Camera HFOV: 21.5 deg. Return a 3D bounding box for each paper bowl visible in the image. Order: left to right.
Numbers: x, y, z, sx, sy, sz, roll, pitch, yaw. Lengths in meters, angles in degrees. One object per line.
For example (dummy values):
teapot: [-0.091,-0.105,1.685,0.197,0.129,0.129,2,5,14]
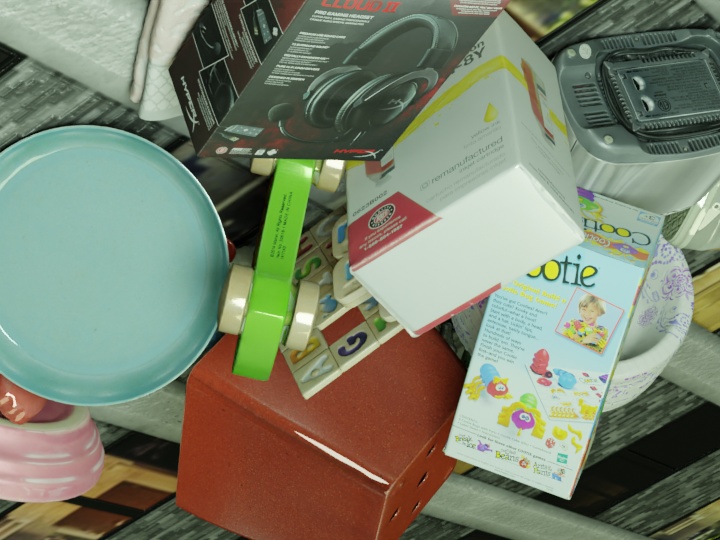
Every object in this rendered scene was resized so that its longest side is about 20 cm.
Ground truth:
paper bowl: [0.169,0.027,1.582,0.200,0.201,0.105,-8,150,-23]

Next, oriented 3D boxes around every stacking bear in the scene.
stacking bear: [-0.192,0.008,1.408,0.199,0.122,0.114,-29,-175,12]

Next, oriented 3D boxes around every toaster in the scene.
toaster: [0.220,-0.109,1.472,0.199,0.114,0.129,-10,155,-22]

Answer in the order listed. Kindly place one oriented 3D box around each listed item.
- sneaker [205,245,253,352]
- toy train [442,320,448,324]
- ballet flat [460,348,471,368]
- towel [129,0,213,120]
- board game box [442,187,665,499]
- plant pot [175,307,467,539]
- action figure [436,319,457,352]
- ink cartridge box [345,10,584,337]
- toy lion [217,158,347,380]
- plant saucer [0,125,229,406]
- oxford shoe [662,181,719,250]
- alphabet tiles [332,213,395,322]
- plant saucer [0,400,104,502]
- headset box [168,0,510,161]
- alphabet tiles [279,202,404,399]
sneaker: [-0.095,0.042,1.580,0.086,0.075,0.200,-25,153,-3]
toy train: [0.043,-0.009,1.590,0.042,0.057,0.200,-18,153,9]
ballet flat: [0.148,0.033,1.682,0.200,0.074,0.074,-26,164,-47]
towel: [-0.046,-0.174,1.262,0.199,0.032,0.191,-9,150,-23]
board game box: [0.145,0.049,1.416,0.103,0.104,0.201,-53,160,-61]
plant pot: [-0.019,0.126,1.551,0.200,0.176,0.200,-45,159,-34]
action figure: [0.054,0.103,1.755,0.118,0.102,0.200,-24,153,-17]
ink cartridge box: [0.066,-0.075,1.323,0.145,0.201,0.083,-32,124,23]
toy lion: [-0.062,-0.009,1.369,0.068,0.201,0.192,13,152,-5]
plant saucer: [-0.191,-0.004,1.340,0.199,0.201,0.027,-23,-169,6]
oxford shoe: [0.313,-0.101,1.542,0.057,0.075,0.201,19,114,-14]
alphabet tiles: [0.062,-0.050,1.394,0.199,0.196,0.015,-31,124,21]
plant saucer: [-0.289,0.108,1.465,0.200,0.200,0.051,8,111,-43]
headset box: [-0.010,-0.157,1.198,0.148,0.078,0.200,-1,149,-35]
alphabet tiles: [0.000,0.000,1.433,0.167,0.200,0.008,-37,120,2]
